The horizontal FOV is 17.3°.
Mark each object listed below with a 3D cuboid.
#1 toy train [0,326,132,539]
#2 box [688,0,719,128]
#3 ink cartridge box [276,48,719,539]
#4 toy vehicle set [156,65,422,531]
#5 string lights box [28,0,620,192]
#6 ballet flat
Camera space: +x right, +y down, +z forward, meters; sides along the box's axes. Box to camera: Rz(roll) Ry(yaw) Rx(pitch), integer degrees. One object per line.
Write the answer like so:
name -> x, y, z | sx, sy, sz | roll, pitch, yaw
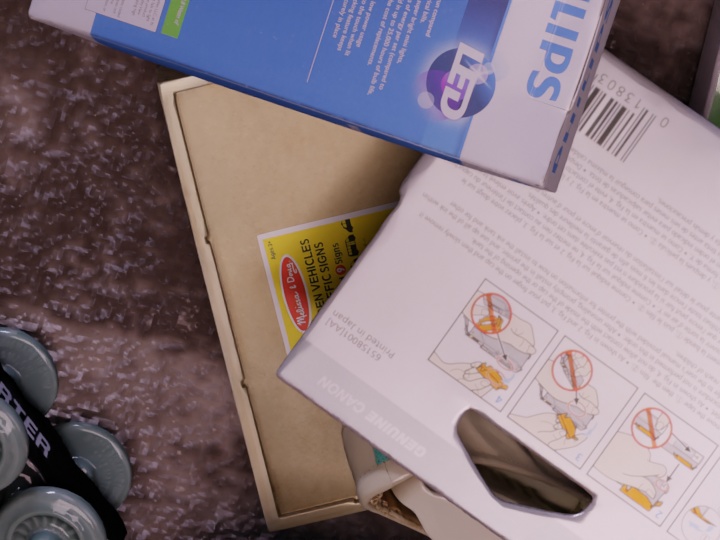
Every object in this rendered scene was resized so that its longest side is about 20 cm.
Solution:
toy train -> -0.176, 0.071, 0.951 | 0.114, 0.085, 0.200 | -30, 109, 16
box -> 0.228, -0.041, 0.966 | 0.200, 0.036, 0.145 | 10, 108, -9
ink cartridge box -> 0.097, 0.025, 0.908 | 0.200, 0.044, 0.174 | 36, 94, 3
toy vehicle set -> 0.000, 0.000, 0.965 | 0.124, 0.027, 0.200 | -12, 109, 0
string lights box -> -0.008, -0.107, 0.869 | 0.200, 0.059, 0.103 | 19, 92, 8
ballet flat -> 0.072, 0.108, 0.962 | 0.200, 0.069, 0.069 | 31, 104, -30
